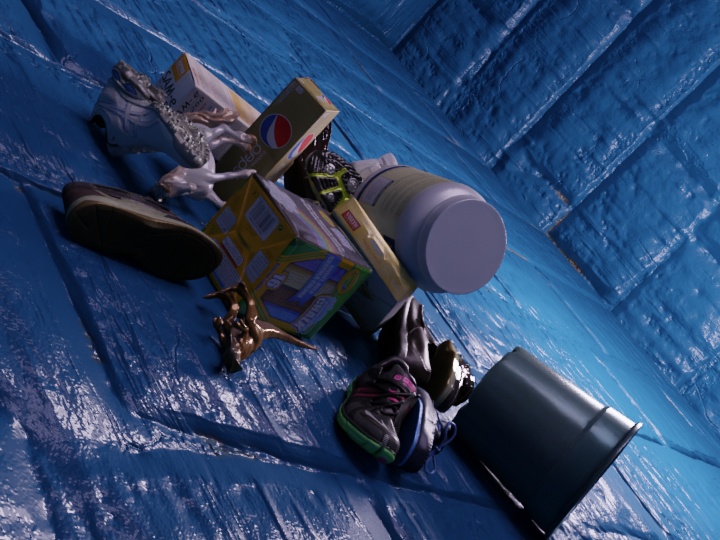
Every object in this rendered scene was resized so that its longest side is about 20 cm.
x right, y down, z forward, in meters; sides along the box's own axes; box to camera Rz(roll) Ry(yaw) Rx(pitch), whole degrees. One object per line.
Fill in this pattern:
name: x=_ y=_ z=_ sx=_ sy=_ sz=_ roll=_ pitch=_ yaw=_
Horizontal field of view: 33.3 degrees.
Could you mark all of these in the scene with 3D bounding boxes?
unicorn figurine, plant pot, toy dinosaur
unicorn figurine: x=-0.197 y=-0.129 z=1.511 sx=0.136 sy=0.074 sz=0.201 roll=5 pitch=37 yaw=-18
plant pot: x=0.239 y=0.218 z=1.613 sx=0.196 sy=0.201 sz=0.200 roll=41 pitch=13 yaw=16
toy dinosaur: x=-0.123 y=0.066 z=1.313 sx=0.107 sy=0.060 sz=0.200 roll=69 pitch=21 yaw=-2

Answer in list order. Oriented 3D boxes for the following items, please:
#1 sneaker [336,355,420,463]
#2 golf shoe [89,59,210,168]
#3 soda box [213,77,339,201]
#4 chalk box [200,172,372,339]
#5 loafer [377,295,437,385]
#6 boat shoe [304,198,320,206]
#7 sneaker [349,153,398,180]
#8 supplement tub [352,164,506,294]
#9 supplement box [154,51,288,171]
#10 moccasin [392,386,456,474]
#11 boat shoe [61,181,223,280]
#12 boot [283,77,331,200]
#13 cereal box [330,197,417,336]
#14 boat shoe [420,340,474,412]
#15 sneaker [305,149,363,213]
sneaker: x=0.024 y=0.151 z=1.388 sx=0.077 sy=0.084 sz=0.200 roll=39 pitch=16 yaw=-14
golf shoe: x=-0.255 y=-0.163 z=1.449 sx=0.200 sy=0.097 sz=0.078 roll=45 pitch=8 yaw=37
soda box: x=-0.123 y=-0.164 z=1.613 sx=0.064 sy=0.200 sz=0.068 roll=46 pitch=15 yaw=6
chalk box: x=-0.082 y=-0.008 z=1.462 sx=0.200 sy=0.124 sz=0.125 roll=26 pitch=22 yaw=-52
loafer: x=0.067 y=0.103 z=1.654 sx=0.071 sy=0.073 sz=0.200 roll=29 pitch=27 yaw=-9
boat shoe: x=-0.082 y=-0.069 z=1.728 sx=0.060 sy=0.072 sz=0.202 roll=46 pitch=8 yaw=8
sneaker: x=0.003 y=-0.093 z=1.856 sx=0.080 sy=0.201 sz=0.075 roll=-5 pitch=41 yaw=-20
supplement tub: x=0.086 y=-0.053 z=1.581 sx=0.145 sy=0.146 sz=0.200 roll=35 pitch=-4 yaw=-31
supplement box: x=-0.204 y=-0.217 z=1.789 sx=0.200 sy=0.074 sz=0.126 roll=37 pitch=16 yaw=-32
moccasin: x=0.078 y=0.188 z=1.437 sx=0.068 sy=0.081 sz=0.200 roll=36 pitch=17 yaw=-7
boat shoe: x=-0.228 y=-0.047 z=1.271 sx=0.200 sy=0.072 sz=0.066 roll=21 pitch=32 yaw=-47
boot: x=-0.094 y=-0.191 z=1.841 sx=0.074 sy=0.202 sz=0.097 roll=-15 pitch=12 yaw=-36
cereal box: x=0.000 y=0.000 z=1.592 sx=0.144 sy=0.039 sz=0.200 roll=54 pitch=-18 yaw=8
boat shoe: x=0.126 y=0.153 z=1.661 sx=0.066 sy=0.072 sz=0.201 roll=42 pitch=11 yaw=-7
sneaker: x=-0.020 y=-0.084 z=1.709 sx=0.200 sy=0.075 sz=0.076 roll=53 pitch=-25 yaw=-21
